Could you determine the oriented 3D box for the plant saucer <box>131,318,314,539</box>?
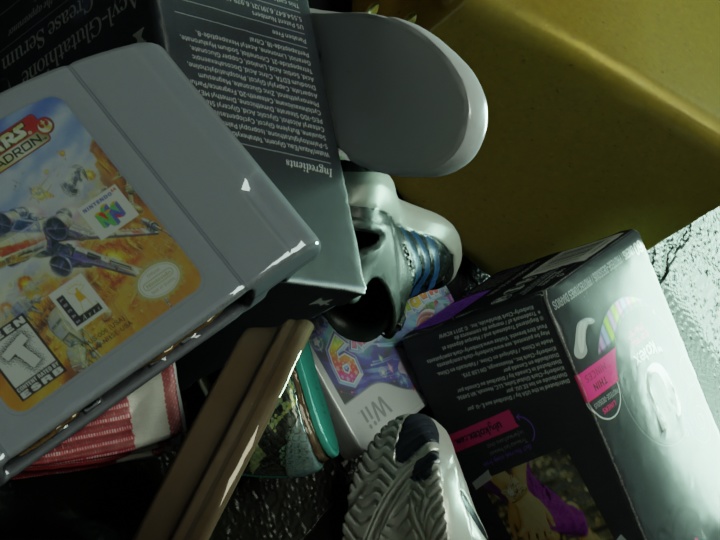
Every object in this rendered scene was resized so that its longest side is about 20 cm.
[{"bbox_3d":[-0.076,0.107,0.858,0.029,0.201,0.200,26,44,0],"label":"plant saucer"}]

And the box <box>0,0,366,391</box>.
[{"bbox_3d":[-0.100,-0.060,0.950,0.107,0.148,0.201,9,62,-45],"label":"box"}]

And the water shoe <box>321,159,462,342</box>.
[{"bbox_3d":[0.000,0.000,1.041,0.200,0.071,0.079,32,63,-68],"label":"water shoe"}]

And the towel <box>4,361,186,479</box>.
[{"bbox_3d":[-0.181,0.021,0.826,0.199,0.023,0.145,-7,71,-13],"label":"towel"}]

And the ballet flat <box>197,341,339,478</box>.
[{"bbox_3d":[-0.063,0.010,1.016,0.074,0.074,0.201,11,60,-45],"label":"ballet flat"}]

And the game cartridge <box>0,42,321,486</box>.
[{"bbox_3d":[-0.132,-0.004,0.809,0.200,0.042,0.133,-36,82,-19],"label":"game cartridge"}]

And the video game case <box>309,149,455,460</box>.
[{"bbox_3d":[-0.015,-0.010,1.121,0.143,0.018,0.201,-32,94,-52],"label":"video game case"}]

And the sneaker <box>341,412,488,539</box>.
[{"bbox_3d":[0.066,0.176,1.055,0.129,0.079,0.200,6,65,-48],"label":"sneaker"}]

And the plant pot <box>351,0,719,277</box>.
[{"bbox_3d":[0.101,-0.128,1.190,0.199,0.195,0.195,27,46,-28],"label":"plant pot"}]

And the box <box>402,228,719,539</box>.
[{"bbox_3d":[0.129,0.096,1.134,0.122,0.106,0.201,-31,100,-51],"label":"box"}]

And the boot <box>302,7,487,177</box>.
[{"bbox_3d":[0.013,-0.090,0.986,0.095,0.200,0.074,9,103,-44],"label":"boot"}]
